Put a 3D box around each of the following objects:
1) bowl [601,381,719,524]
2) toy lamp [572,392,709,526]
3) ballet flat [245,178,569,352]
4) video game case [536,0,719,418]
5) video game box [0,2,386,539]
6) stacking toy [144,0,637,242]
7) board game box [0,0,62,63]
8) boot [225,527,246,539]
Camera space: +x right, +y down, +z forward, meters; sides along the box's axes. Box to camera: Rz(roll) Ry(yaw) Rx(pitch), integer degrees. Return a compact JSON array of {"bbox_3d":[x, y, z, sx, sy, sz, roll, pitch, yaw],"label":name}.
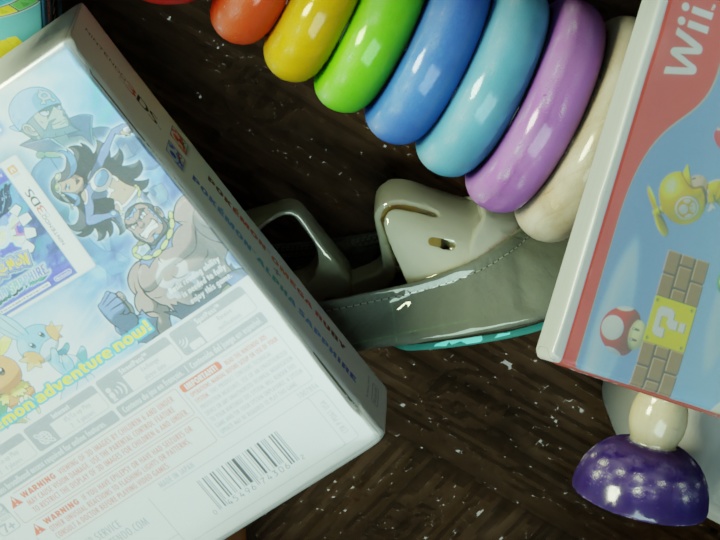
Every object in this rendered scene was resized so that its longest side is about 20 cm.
[{"bbox_3d":[0.212,0.043,1.117,0.199,0.075,0.200,24,122,-16],"label":"bowl"},{"bbox_3d":[0.119,-0.012,1.059,0.058,0.058,0.201,12,104,-7],"label":"toy lamp"},{"bbox_3d":[0.000,0.000,1.099,0.199,0.067,0.064,-13,115,10],"label":"ballet flat"},{"bbox_3d":[0.170,-0.009,1.022,0.199,0.017,0.144,18,88,-17],"label":"video game case"},{"bbox_3d":[-0.122,0.034,1.055,0.200,0.047,0.182,-32,111,16],"label":"video game box"},{"bbox_3d":[0.001,-0.088,1.029,0.199,0.086,0.086,26,123,-11],"label":"stacking toy"},{"bbox_3d":[-0.181,-0.111,1.034,0.150,0.047,0.201,1,127,0],"label":"board game box"},{"bbox_3d":[-0.055,0.152,1.181,0.199,0.156,0.074,13,163,-40],"label":"boot"}]
